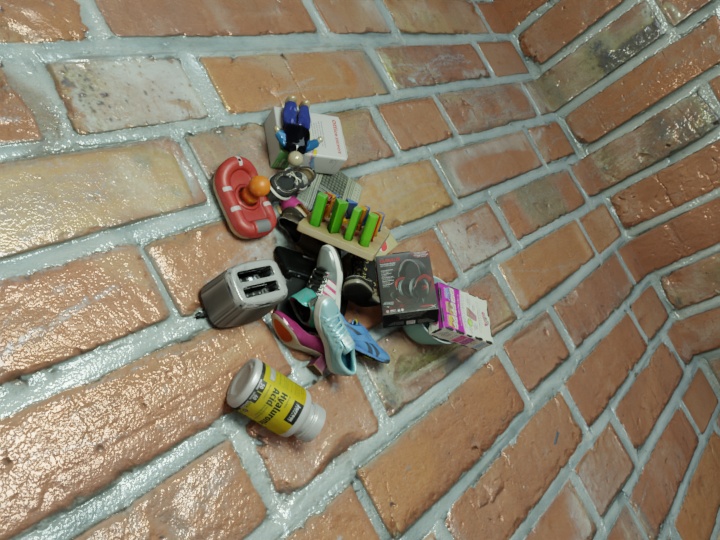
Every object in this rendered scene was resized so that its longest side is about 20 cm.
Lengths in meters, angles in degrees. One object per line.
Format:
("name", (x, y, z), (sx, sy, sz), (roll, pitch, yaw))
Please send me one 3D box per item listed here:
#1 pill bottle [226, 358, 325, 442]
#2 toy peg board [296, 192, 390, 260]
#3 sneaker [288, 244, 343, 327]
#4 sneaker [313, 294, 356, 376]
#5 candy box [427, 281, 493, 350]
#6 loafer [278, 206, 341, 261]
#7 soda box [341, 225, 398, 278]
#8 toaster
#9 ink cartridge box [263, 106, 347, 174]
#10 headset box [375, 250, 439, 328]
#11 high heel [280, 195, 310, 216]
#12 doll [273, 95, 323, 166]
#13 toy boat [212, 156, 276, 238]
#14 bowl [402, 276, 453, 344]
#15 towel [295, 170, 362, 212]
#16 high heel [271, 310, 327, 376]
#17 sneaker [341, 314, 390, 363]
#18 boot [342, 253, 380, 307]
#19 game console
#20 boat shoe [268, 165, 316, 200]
("pill bottle", (-0.173, 0.280, 1.368), (0.199, 0.111, 0.112), (36, 46, -23))
("toy peg board", (-0.025, -0.134, 1.598), (0.198, 0.099, 0.199), (23, 25, 6))
("sneaker", (-0.110, 0.043, 1.516), (0.120, 0.083, 0.203), (-7, 101, -44))
("sneaker", (-0.045, 0.151, 1.488), (0.074, 0.081, 0.202), (-34, 119, -40))
("candy box", (0.268, 0.127, 1.767), (0.199, 0.061, 0.138), (20, 53, -34))
("loafer", (-0.136, -0.075, 1.630), (0.200, 0.073, 0.071), (40, 31, 6))
("soda box", (0.020, -0.047, 1.787), (0.068, 0.064, 0.200), (55, 41, -3))
("toaster", (-0.255, 0.048, 1.414), (0.199, 0.129, 0.115), (-12, 74, -47))
("ink cartridge box", (-0.149, -0.350, 1.762), (0.198, 0.084, 0.146), (2, 64, -29))
("headset box", (0.119, 0.039, 1.700), (0.147, 0.075, 0.202), (-6, 58, 0))
("high heel", (-0.126, -0.135, 1.673), (0.067, 0.096, 0.201), (-34, 92, -48))
("doll", (-0.160, -0.355, 1.674), (0.135, 0.048, 0.202), (14, 59, -22))
("toy boat", (-0.262, -0.184, 1.546), (0.130, 0.130, 0.202), (-18, 79, -48))
("bowl", (0.184, 0.125, 1.811), (0.200, 0.105, 0.203), (23, 53, -34))
("towel", (-0.088, -0.211, 1.812), (0.192, 0.034, 0.201), (33, 49, -22))
("high heel", (-0.129, 0.148, 1.522), (0.201, 0.067, 0.096), (56, 49, -25))
("sneaker", (0.007, 0.172, 1.622), (0.199, 0.066, 0.079), (31, 72, -30))
("boot", (0.000, 0.000, 1.605), (0.200, 0.072, 0.152), (41, 42, -66))
("game console", (-0.132, 0.052, 1.615), (0.199, 0.117, 0.176), (19, 24, -36))
("boat shoe", (-0.169, -0.227, 1.640), (0.074, 0.060, 0.200), (56, 23, 2))
